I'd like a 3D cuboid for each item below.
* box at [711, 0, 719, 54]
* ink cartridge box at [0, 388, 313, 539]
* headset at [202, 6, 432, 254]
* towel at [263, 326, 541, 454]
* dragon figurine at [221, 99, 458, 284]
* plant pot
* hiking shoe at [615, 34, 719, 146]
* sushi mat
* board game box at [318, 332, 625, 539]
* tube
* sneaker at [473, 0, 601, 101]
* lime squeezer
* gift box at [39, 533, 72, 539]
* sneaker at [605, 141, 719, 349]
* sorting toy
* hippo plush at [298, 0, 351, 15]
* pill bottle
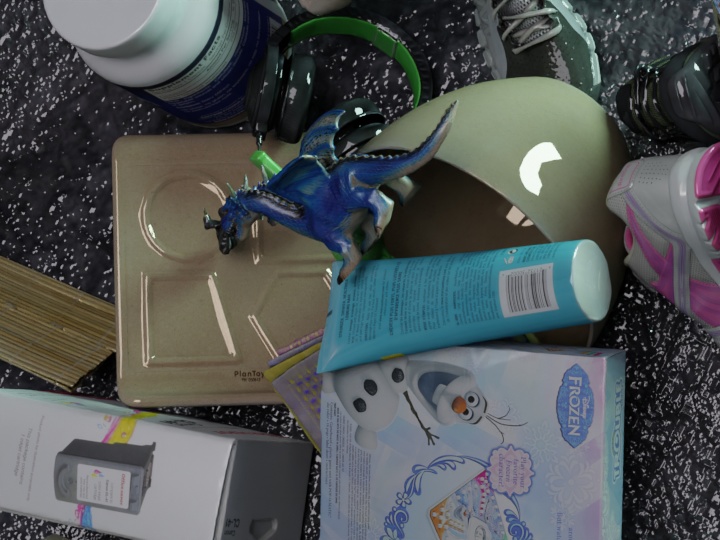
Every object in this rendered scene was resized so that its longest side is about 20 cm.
[{"bbox_3d":[0.307,-0.134,1.565,0.038,0.199,0.137,-23,71,49],"label":"box"},{"bbox_3d":[-0.152,0.139,1.720,0.199,0.148,0.086,9,89,22],"label":"ink cartridge box"},{"bbox_3d":[-0.035,-0.097,1.738,0.123,0.094,0.200,35,59,10],"label":"headset"},{"bbox_3d":[0.041,0.086,1.659,0.200,0.023,0.144,-25,103,36],"label":"towel"},{"bbox_3d":[-0.020,-0.060,1.563,0.099,0.200,0.059,40,52,0],"label":"dragon figurine"},{"bbox_3d":[0.105,-0.050,1.649,0.200,0.201,0.135,27,60,24],"label":"plant pot"},{"bbox_3d":[0.212,-0.105,1.598,0.100,0.200,0.076,-18,89,22],"label":"hiking shoe"},{"bbox_3d":[-0.262,0.028,1.827,0.199,0.096,0.012,22,129,24],"label":"sushi mat"},{"bbox_3d":[0.070,0.144,1.595,0.198,0.043,0.201,4,97,26],"label":"board game box"},{"bbox_3d":[0.058,0.018,1.557,0.199,0.050,0.078,-8,58,32],"label":"tube"},{"bbox_3d":[0.093,-0.195,1.702,0.075,0.115,0.201,-29,71,15],"label":"sneaker"},{"bbox_3d":[0.000,0.000,1.666,0.070,0.200,0.038,-9,38,47],"label":"lime squeezer"},{"bbox_3d":[-0.200,0.304,1.695,0.184,0.187,0.201,22,108,22],"label":"gift box"},{"bbox_3d":[0.218,-0.013,1.587,0.088,0.200,0.082,9,55,35],"label":"sneaker"},{"bbox_3d":[-0.082,-0.001,1.751,0.184,0.036,0.201,-1,75,-6],"label":"sorting toy"},{"bbox_3d":[-0.054,-0.291,1.723,0.160,0.159,0.201,20,85,-4],"label":"hippo plush"},{"bbox_3d":[-0.136,-0.176,1.744,0.115,0.200,0.116,-4,78,21],"label":"pill bottle"}]
